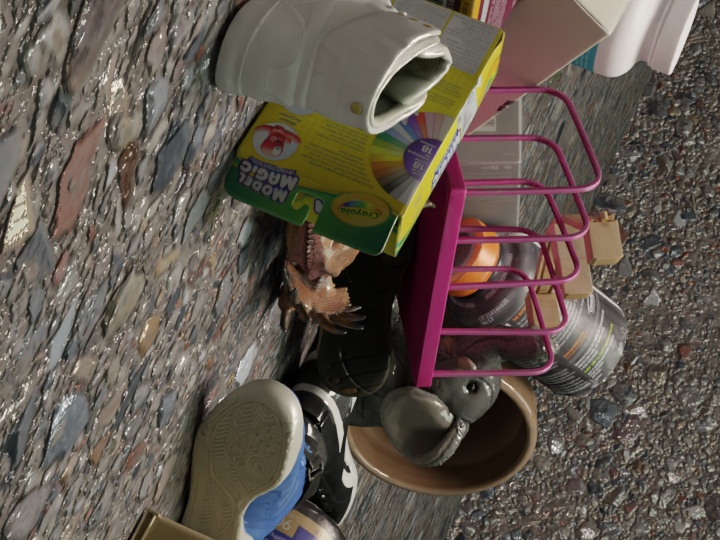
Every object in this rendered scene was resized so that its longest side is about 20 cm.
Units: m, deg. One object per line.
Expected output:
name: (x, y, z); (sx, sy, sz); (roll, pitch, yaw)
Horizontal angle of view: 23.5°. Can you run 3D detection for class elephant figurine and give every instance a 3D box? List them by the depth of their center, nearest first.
elephant figurine: (0.060, 0.100, 1.527); (0.155, 0.198, 0.143); (73, 40, -73)

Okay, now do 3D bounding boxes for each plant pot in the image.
plant pot: (0.085, 0.100, 1.750); (0.176, 0.198, 0.201); (-80, -179, -47)

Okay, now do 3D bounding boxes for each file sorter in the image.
file sorter: (0.104, -0.029, 1.368); (0.140, 0.124, 0.201); (-102, -165, -48)

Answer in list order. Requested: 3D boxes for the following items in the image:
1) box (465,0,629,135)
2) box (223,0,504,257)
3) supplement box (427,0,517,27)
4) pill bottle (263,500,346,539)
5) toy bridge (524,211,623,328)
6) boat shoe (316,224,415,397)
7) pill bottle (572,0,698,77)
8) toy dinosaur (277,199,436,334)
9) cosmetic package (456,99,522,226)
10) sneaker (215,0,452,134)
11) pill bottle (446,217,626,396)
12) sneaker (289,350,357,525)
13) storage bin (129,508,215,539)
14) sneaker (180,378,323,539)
box: (0.123, -0.185, 1.391); (0.200, 0.068, 0.082); (-33, -161, 46)
box: (0.003, -0.093, 1.103); (0.049, 0.116, 0.201); (97, 20, -52)
supplement box: (0.075, -0.233, 1.253); (0.111, 0.085, 0.201); (101, 16, -47)
pill bottle: (-0.095, 0.279, 1.362); (0.112, 0.111, 0.201); (98, 17, -52)
toy bridge: (0.172, -0.010, 1.421); (0.200, 0.027, 0.068); (116, -31, -68)
boat shoe: (0.000, 0.000, 1.399); (0.074, 0.075, 0.202); (-85, -175, -68)
pill bottle: (0.185, -0.235, 1.482); (0.111, 0.198, 0.112); (23, 90, -79)
toy dinosaur: (-0.025, -0.021, 1.213); (0.136, 0.085, 0.200); (-60, 163, -5)
cosmetic package: (0.106, -0.108, 1.583); (0.200, 0.089, 0.108); (86, 4, -69)
sneaker: (0.005, -0.141, 1.026); (0.200, 0.115, 0.074); (-56, 163, -51)
pill bottle: (0.152, 0.029, 1.623); (0.199, 0.106, 0.107); (35, 72, -33)
sneaker: (-0.055, 0.173, 1.484); (0.112, 0.072, 0.201); (-51, 152, -46)
storage bin: (-0.095, 0.295, 1.161); (0.094, 0.198, 0.200); (88, 26, -62)
sneaker: (-0.070, 0.133, 1.283); (0.111, 0.076, 0.201); (-46, 161, -48)
